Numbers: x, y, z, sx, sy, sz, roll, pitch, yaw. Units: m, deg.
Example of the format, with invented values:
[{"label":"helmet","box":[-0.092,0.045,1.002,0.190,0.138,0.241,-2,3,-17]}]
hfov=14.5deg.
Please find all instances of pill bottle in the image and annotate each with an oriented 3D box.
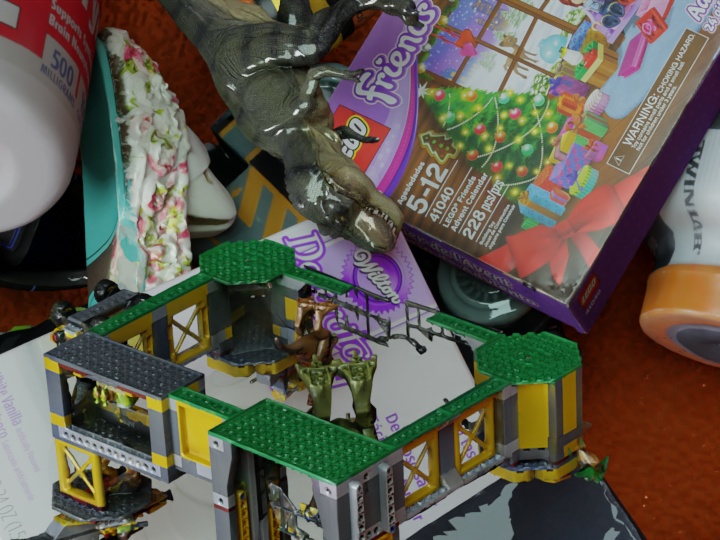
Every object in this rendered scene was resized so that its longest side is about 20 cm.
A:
[{"label":"pill bottle","box":[0.175,-0.060,1.190,0.106,0.106,0.200,13,73,13]},{"label":"pill bottle","box":[-0.158,-0.123,1.151,0.112,0.112,0.200,-1,55,9]}]

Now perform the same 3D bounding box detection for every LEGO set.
[{"label":"LEGO set","box":[-0.019,0.079,0.990,0.200,0.116,0.154,14,30,31]}]

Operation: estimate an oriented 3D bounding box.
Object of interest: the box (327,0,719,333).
[{"label":"box","box":[0.081,-0.092,1.151,0.137,0.039,0.200,27,80,24]}]

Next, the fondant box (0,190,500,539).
[{"label":"fondant box","box":[-0.053,0.074,1.092,0.200,0.058,0.144,-24,85,-21]}]

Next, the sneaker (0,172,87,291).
[{"label":"sneaker","box":[-0.185,-0.039,1.194,0.078,0.200,0.070,21,93,50]}]

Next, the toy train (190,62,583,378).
[{"label":"toy train","box":[0.000,0.000,1.209,0.114,0.085,0.200,-43,70,-7]}]

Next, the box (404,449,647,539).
[{"label":"box","box":[0.040,0.185,1.078,0.196,0.200,0.124,-31,69,-2]}]

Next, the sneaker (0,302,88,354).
[{"label":"sneaker","box":[-0.168,0.047,1.229,0.200,0.072,0.083,-34,68,-3]}]

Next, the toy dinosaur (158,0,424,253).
[{"label":"toy dinosaur","box":[-0.028,-0.092,1.128,0.088,0.047,0.200,-38,52,-5]}]

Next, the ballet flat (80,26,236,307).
[{"label":"ballet flat","box":[-0.081,-0.001,1.172,0.064,0.076,0.200,0,80,-21]}]

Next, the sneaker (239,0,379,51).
[{"label":"sneaker","box":[-0.046,-0.153,1.257,0.090,0.070,0.200,-24,42,-2]}]
